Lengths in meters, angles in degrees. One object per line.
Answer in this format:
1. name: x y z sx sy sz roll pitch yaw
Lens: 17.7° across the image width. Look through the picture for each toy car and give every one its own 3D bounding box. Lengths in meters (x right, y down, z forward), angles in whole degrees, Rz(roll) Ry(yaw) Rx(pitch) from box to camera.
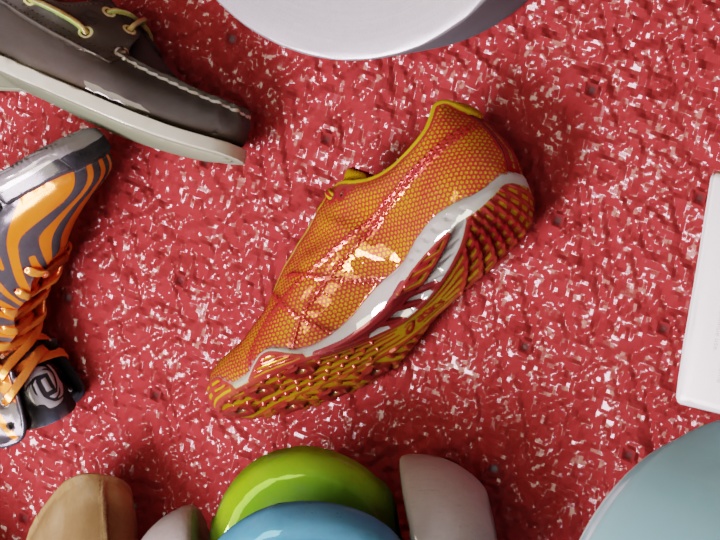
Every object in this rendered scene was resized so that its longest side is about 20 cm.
1. toy car: -0.015 0.182 1.046 0.174 0.150 0.202 -12 90 5

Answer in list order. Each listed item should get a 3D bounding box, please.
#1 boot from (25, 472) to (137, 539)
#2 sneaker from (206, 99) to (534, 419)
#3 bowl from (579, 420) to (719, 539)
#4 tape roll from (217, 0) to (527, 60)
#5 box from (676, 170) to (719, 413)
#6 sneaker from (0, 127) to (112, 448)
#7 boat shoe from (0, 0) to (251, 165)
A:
1. boot: -0.144 0.232 1.147 0.175 0.066 0.201 -53 35 36
2. sneaker: 0.000 0.000 1.087 0.200 0.073 0.077 -41 58 22
3. bowl: 0.159 0.143 0.968 0.105 0.200 0.202 31 112 41
4. tape roll: 0.006 -0.197 1.040 0.199 0.066 0.202 5 100 27
5. box: 0.244 0.019 0.922 0.199 0.124 0.098 14 104 24
6. sneaker: -0.166 0.016 1.165 0.200 0.077 0.112 -39 85 40
7. boat shoe: -0.139 -0.107 1.126 0.200 0.072 0.061 21 85 15
